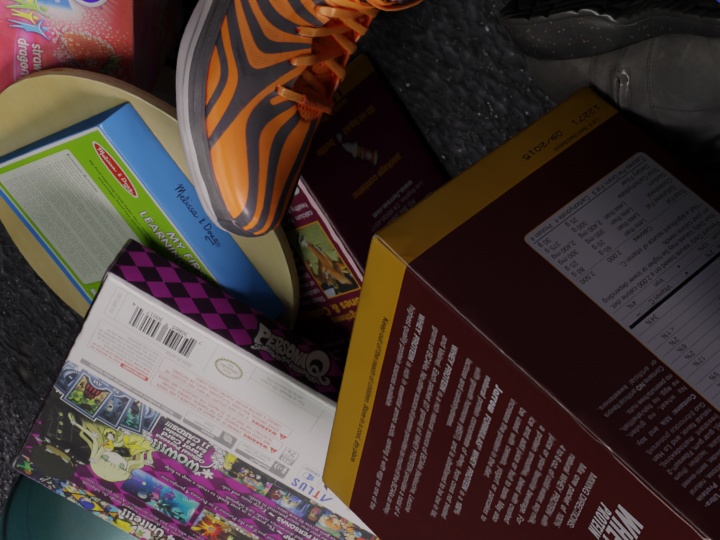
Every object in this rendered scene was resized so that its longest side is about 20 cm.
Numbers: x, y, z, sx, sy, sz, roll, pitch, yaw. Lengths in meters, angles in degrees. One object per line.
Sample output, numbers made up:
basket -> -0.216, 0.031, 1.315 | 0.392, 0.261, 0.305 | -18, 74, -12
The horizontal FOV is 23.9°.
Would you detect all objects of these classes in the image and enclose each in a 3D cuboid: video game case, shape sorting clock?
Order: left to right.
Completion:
shape sorting clock -> -0.118, -0.023, 0.907 | 0.199, 0.039, 0.201 | 25, 143, 21
video game case -> -0.072, 0.096, 0.912 | 0.199, 0.036, 0.182 | 30, 132, -3

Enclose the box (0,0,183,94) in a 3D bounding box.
box -> -0.146, -0.185, 0.855 | 0.102, 0.095, 0.201 | 12, 137, 3

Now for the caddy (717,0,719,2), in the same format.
caddy -> 0.164, -0.165, 0.553 | 0.105, 0.141, 0.200 | 38, 144, 15

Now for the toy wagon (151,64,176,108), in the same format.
toy wagon -> -0.135, -0.053, 1.041 | 0.155, 0.040, 0.200 | 53, 144, -9

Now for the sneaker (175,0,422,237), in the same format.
sneaker -> -0.016, -0.112, 0.772 | 0.112, 0.077, 0.201 | 7, 92, 33

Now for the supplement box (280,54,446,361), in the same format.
supplement box -> 0.000, 0.000, 0.918 | 0.110, 0.086, 0.200 | -17, 111, 51

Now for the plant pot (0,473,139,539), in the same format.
plant pot -> -0.102, 0.143, 1.081 | 0.200, 0.200, 0.188 | 44, 130, 3

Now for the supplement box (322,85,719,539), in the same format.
supplement box -> 0.106, 0.074, 0.735 | 0.200, 0.133, 0.198 | 42, 148, 22

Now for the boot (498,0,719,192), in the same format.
boot -> 0.158, -0.070, 0.724 | 0.200, 0.070, 0.132 | 11, 136, 53
